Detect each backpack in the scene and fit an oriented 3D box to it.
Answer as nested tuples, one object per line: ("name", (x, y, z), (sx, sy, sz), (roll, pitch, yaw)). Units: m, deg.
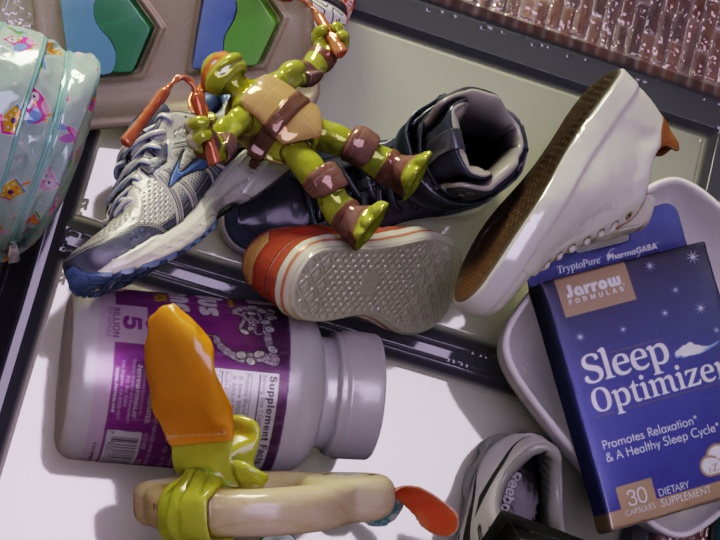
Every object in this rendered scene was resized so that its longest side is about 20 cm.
("backpack", (-0.231, -0.085, 1.209), (0.127, 0.200, 0.167), (10, 76, -12))

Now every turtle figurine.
("turtle figurine", (-0.048, -0.082, 1.211), (0.161, 0.064, 0.200), (39, 43, 7))

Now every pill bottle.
("pill bottle", (-0.089, 0.072, 1.259), (0.200, 0.112, 0.112), (5, 78, -13))

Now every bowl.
("bowl", (0.202, 0.062, 1.352), (0.200, 0.075, 0.200), (-42, 92, -17))

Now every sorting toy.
("sorting toy", (-0.126, -0.195, 1.286), (0.185, 0.036, 0.200), (-4, 99, 6))

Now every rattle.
("rattle", (-0.036, 0.097, 1.195), (0.200, 0.130, 0.143), (-3, 75, -25))

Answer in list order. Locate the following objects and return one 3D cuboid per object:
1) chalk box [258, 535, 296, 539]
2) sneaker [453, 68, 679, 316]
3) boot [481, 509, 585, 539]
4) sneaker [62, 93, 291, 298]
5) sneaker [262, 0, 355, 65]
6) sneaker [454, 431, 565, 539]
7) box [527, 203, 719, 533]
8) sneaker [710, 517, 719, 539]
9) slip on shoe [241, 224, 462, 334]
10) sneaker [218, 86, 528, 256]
("chalk box", (-0.104, 0.245, 1.218), (0.200, 0.124, 0.125), (-41, 90, -18))
("sneaker", (0.141, -0.034, 1.272), (0.085, 0.073, 0.200), (44, 69, -13))
("boot", (0.135, 0.254, 1.255), (0.200, 0.066, 0.165), (21, 89, -35))
("sneaker", (-0.126, -0.053, 1.228), (0.085, 0.077, 0.200), (55, 44, -7))
("sneaker", (-0.100, -0.193, 1.331), (0.201, 0.067, 0.108), (11, 75, -14))
("sneaker", (0.093, 0.201, 1.293), (0.074, 0.089, 0.200), (10, 79, -13))
("box", (0.185, 0.060, 1.296), (0.121, 0.032, 0.200), (-14, 82, -15))
("sneaker", (0.316, 0.132, 1.362), (0.071, 0.080, 0.200), (41, 73, -3))
("slip on shoe", (0.000, 0.000, 1.277), (0.200, 0.061, 0.074), (2, 109, -52))
("sneaker", (0.011, -0.063, 1.294), (0.202, 0.146, 0.077), (-14, 85, -14))
